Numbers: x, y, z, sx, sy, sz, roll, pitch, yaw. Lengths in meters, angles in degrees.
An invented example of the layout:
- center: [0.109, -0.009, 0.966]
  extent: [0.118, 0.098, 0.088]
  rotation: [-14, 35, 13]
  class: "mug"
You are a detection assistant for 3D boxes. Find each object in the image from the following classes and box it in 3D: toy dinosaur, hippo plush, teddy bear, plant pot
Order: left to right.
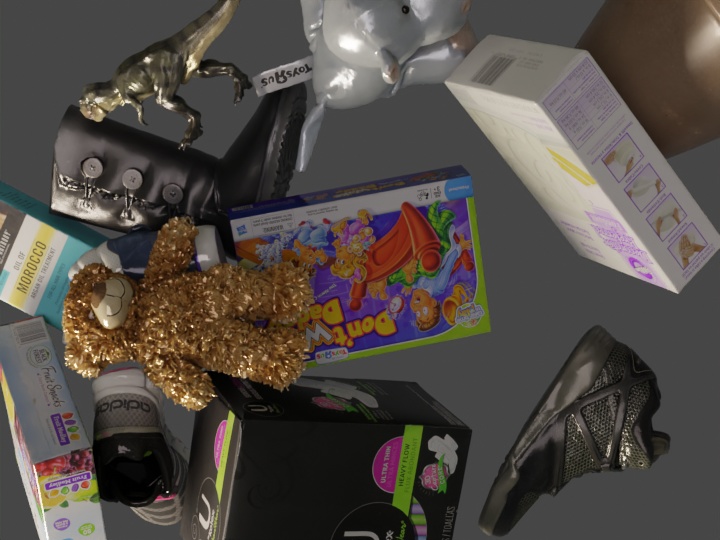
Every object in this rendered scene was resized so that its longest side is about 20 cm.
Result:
- center: [-0.140, -0.156, 1.233]
  extent: [0.199, 0.048, 0.088]
  rotation: [-34, 108, 21]
  class: "toy dinosaur"
- center: [-0.132, 0.035, 1.190]
  extent: [0.198, 0.067, 0.146]
  rotation: [21, 84, -1]
  class: "teddy bear"
- center: [0.004, -0.205, 1.181]
  extent: [0.199, 0.161, 0.160]
  rotation: [-27, 82, -6]
  class: "hippo plush"
- center: [0.260, -0.175, 1.170]
  extent: [0.201, 0.200, 0.174]
  rotation: [48, 121, -2]
  class: "plant pot"

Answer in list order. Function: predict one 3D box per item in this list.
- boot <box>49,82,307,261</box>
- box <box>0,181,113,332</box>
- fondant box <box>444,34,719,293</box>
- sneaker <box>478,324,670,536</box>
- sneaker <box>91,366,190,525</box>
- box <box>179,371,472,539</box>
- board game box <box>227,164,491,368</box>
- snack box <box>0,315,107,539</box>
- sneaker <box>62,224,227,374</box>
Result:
- center: [-0.157, -0.103, 1.300]
  extent: [0.198, 0.066, 0.167]
  rotation: [17, 100, 10]
  class: "boot"
- center: [-0.281, -0.011, 1.338]
  extent: [0.199, 0.049, 0.083]
  rotation: [27, 103, 3]
  class: "box"
- center: [0.169, -0.083, 1.171]
  extent: [0.058, 0.144, 0.200]
  rotation: [-46, 116, -8]
  class: "fondant box"
- center: [0.183, 0.157, 1.283]
  extent: [0.114, 0.076, 0.200]
  rotation: [35, 98, 8]
  class: "sneaker"
- center: [-0.185, 0.170, 1.294]
  extent: [0.073, 0.088, 0.201]
  rotation: [-4, 141, 3]
  class: "sneaker"
- center: [-0.032, 0.173, 1.256]
  extent: [0.198, 0.124, 0.150]
  rotation: [5, 102, -22]
  class: "box"
- center: [0.000, 0.000, 1.265]
  extent: [0.198, 0.045, 0.136]
  rotation: [-11, 106, -5]
  class: "board game box"
- center: [-0.255, 0.151, 1.270]
  extent: [0.052, 0.200, 0.143]
  rotation: [-14, 124, -15]
  class: "snack box"
- center: [-0.172, 0.059, 1.291]
  extent: [0.145, 0.081, 0.202]
  rotation: [-12, 121, -1]
  class: "sneaker"
